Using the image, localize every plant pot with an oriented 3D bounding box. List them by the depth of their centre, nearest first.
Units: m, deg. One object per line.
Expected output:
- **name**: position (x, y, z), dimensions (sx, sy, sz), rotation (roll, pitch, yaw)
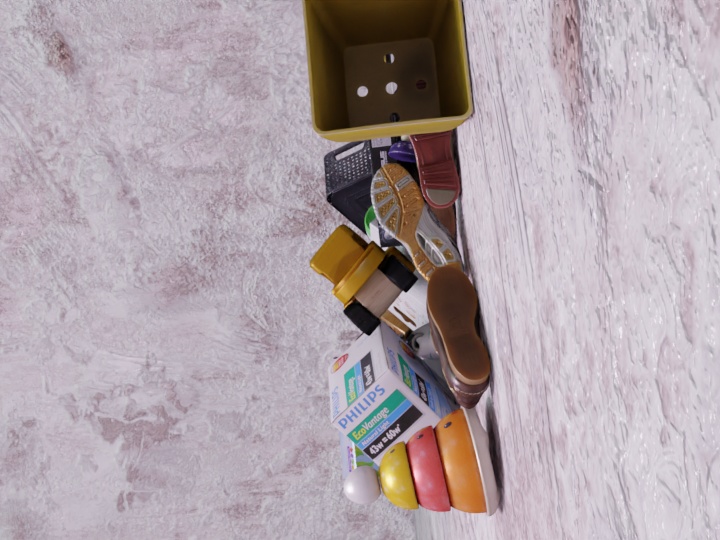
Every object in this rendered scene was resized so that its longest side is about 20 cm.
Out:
- **plant pot**: position (0.038, -0.264, 1.333), dimensions (0.176, 0.196, 0.204), rotation (52, -148, -82)

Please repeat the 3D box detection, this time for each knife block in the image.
- **knife block**: position (0.067, 0.091, 1.887), dimensions (0.065, 0.172, 0.202), rotation (87, 178, -51)

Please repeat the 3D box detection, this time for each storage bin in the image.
- **storage bin**: position (0.033, -0.152, 1.915), dimensions (0.200, 0.134, 0.095), rotation (39, -143, -47)

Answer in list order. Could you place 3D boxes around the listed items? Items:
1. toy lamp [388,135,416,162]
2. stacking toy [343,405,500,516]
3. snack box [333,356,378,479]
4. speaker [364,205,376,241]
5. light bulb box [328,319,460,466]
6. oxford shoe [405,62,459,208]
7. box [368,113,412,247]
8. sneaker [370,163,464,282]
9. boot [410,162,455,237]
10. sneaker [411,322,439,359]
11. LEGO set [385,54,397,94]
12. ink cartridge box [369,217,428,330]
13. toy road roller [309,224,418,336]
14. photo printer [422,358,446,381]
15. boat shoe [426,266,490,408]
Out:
- **toy lamp**: position (0.084, -0.264, 1.499), dimensions (0.058, 0.057, 0.204), rotation (91, -173, -83)
- **stacking toy**: position (0.074, 0.264, 1.331), dimensions (0.146, 0.196, 0.149), rotation (167, 90, -90)
- **snack box**: position (0.032, 0.242, 1.724), dimensions (0.053, 0.140, 0.204), rotation (-15, 77, 57)
- **speaker**: position (0.074, -0.049, 1.917), dimensions (0.200, 0.087, 0.090), rotation (53, -154, -54)
- **light bulb box**: position (0.061, 0.214, 1.583), dimensions (0.200, 0.125, 0.199), rotation (44, -168, -16)
- **oxford shoe**: position (0.101, -0.191, 1.454), dimensions (0.075, 0.069, 0.204), rotation (-51, -43, -84)
- **box**: position (0.058, -0.145, 1.596), dimensions (0.160, 0.043, 0.204), rotation (-28, -68, -73)
- **sneaker**: position (0.082, -0.060, 1.475), dimensions (0.202, 0.075, 0.088), rotation (61, -167, 12)
- **boot**: position (0.111, -0.125, 1.588), dimensions (0.147, 0.069, 0.203), rotation (-84, -9, -62)
- **sneaker**: position (0.120, 0.106, 1.650), dimensions (0.200, 0.079, 0.072), rotation (22, -119, -89)
- **LEGO set**: position (0.060, -0.310, 1.804), dimensions (0.155, 0.114, 0.202), rotation (-96, 1, -50)
- **ink cartridge box**: position (0.089, 0.017, 1.768), dimensions (0.162, 0.050, 0.202), rotation (39, 152, 35)
- **toy road roller**: position (0.000, 0.000, 1.607), dimensions (0.146, 0.123, 0.200), rotation (42, -175, -3)
- **photo printer**: position (0.135, 0.272, 1.820), dimensions (0.201, 0.068, 0.169), rotation (87, 177, -56)
- **boat shoe**: position (0.125, 0.087, 1.349), dimensions (0.071, 0.069, 0.202), rotation (91, 175, -47)
